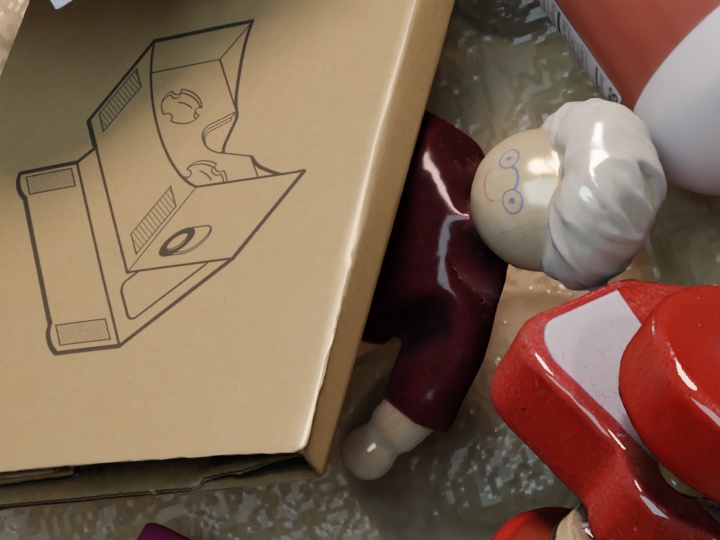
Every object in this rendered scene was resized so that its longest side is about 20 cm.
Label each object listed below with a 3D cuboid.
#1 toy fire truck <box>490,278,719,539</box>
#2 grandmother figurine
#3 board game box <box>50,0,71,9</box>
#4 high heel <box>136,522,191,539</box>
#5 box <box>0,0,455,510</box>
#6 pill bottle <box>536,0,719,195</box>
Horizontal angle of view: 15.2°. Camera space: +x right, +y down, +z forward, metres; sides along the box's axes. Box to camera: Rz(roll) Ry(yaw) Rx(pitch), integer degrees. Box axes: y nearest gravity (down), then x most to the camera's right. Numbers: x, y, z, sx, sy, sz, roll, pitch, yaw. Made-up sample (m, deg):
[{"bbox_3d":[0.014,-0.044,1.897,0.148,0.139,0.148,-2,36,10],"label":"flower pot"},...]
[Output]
[{"bbox_3d":[0.135,0.077,0.725,0.200,0.168,0.112,45,125,21],"label":"toy fire truck"},{"bbox_3d":[0.000,0.000,0.793,0.200,0.061,0.121,-19,79,30],"label":"grandmother figurine"},{"bbox_3d":[-0.038,-0.126,0.826,0.200,0.158,0.039,-31,94,3],"label":"board game box"},{"bbox_3d":[-0.101,0.169,0.797,0.200,0.067,0.096,-39,79,-14],"label":"high heel"},{"bbox_3d":[-0.057,-0.021,0.798,0.163,0.021,0.200,-8,50,33],"label":"box"},{"bbox_3d":[0.108,-0.096,0.791,0.112,0.112,0.200,-34,70,3],"label":"pill bottle"}]
